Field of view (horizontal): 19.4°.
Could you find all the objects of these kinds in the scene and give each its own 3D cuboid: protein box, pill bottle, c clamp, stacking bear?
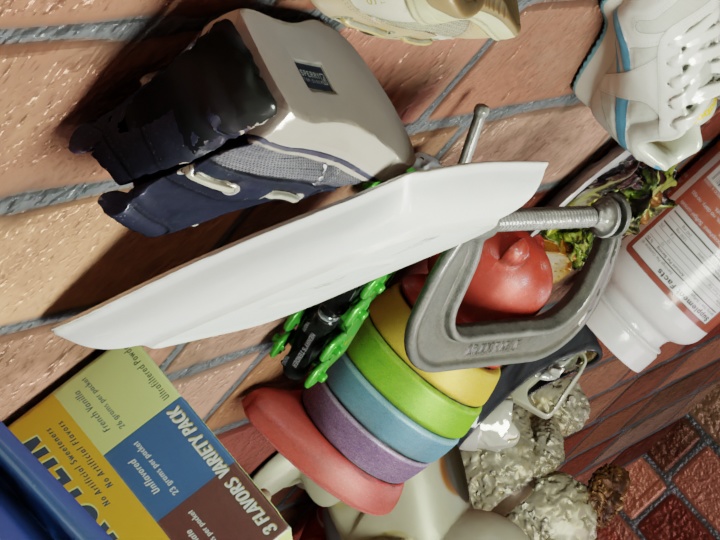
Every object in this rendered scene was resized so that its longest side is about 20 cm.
[{"bbox_3d":[-0.153,0.169,1.133,0.200,0.135,0.199,-38,166,-11],"label":"protein box"},{"bbox_3d":[0.274,-0.012,1.741,0.200,0.112,0.112,-43,166,11],"label":"pill bottle"},{"bbox_3d":[0.099,-0.009,1.247,0.200,0.027,0.171,3,118,-50],"label":"c clamp"},{"bbox_3d":[0.041,0.049,1.346,0.200,0.114,0.121,-49,164,14],"label":"stacking bear"}]

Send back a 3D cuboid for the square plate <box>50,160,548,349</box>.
[{"bbox_3d":[-0.021,-0.005,1.031,0.198,0.028,0.200,-22,175,23],"label":"square plate"}]

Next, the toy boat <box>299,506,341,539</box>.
[{"bbox_3d":[-0.036,0.242,1.742,0.131,0.131,0.200,-7,158,-8],"label":"toy boat"}]

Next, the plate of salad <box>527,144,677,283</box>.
[{"bbox_3d":[0.178,-0.037,1.550,0.200,0.048,0.200,-38,165,-12],"label":"plate of salad"}]

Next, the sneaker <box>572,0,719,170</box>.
[{"bbox_3d":[0.183,-0.129,1.219,0.076,0.081,0.200,-35,164,-14],"label":"sneaker"}]

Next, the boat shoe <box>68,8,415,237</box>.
[{"bbox_3d":[-0.048,-0.057,0.892,0.093,0.075,0.200,-31,166,15],"label":"boat shoe"}]

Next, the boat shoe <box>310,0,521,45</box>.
[{"bbox_3d":[0.024,-0.126,0.869,0.065,0.072,0.200,-7,-174,14],"label":"boat shoe"}]

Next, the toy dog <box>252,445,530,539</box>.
[{"bbox_3d":[0.050,0.185,1.572,0.194,0.200,0.140,-42,166,6],"label":"toy dog"}]

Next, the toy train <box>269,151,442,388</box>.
[{"bbox_3d":[0.000,0.000,1.222,0.056,0.042,0.200,-42,170,-40],"label":"toy train"}]

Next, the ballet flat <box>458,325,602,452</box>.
[{"bbox_3d":[0.130,0.111,1.826,0.200,0.073,0.073,-37,165,-14],"label":"ballet flat"}]

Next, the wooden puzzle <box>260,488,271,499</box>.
[{"bbox_3d":[-0.141,0.258,1.471,0.200,0.046,0.185,-19,134,-45],"label":"wooden puzzle"}]

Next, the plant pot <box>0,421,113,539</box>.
[{"bbox_3d":[-0.205,0.173,0.909,0.200,0.200,0.180,-50,170,34],"label":"plant pot"}]

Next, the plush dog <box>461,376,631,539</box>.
[{"bbox_3d":[0.145,0.200,1.918,0.200,0.172,0.160,-42,165,8],"label":"plush dog"}]
